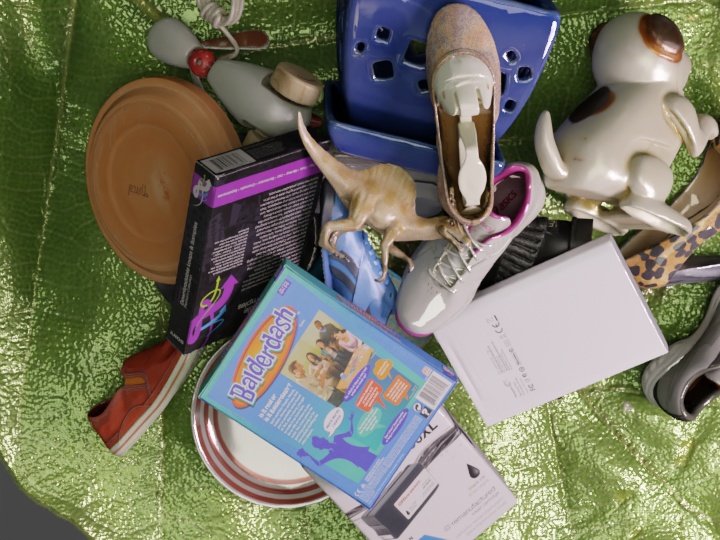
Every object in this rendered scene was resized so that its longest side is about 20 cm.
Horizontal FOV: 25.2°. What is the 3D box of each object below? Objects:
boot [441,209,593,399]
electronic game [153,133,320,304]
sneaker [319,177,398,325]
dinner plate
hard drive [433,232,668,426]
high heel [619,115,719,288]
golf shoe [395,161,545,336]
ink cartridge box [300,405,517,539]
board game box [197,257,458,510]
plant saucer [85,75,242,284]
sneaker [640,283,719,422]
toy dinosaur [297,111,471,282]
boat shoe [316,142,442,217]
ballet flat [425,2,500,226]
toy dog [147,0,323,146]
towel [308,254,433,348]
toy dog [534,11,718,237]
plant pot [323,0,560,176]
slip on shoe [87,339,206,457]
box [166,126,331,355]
[{"bbox_3d":[0.148,0.026,1.634,0.156,0.080,0.213,6,116,6],"label":"boot"},{"bbox_3d":[-0.121,-0.037,1.623,0.198,0.042,0.202,-1,94,-8],"label":"electronic game"},{"bbox_3d":[0.000,0.000,1.558,0.078,0.066,0.202,-5,116,3],"label":"sneaker"},{"bbox_3d":[-0.077,0.148,1.674,0.198,0.024,0.202,-1,101,-3],"label":"dinner plate"},{"bbox_3d":[0.184,0.061,1.585,0.199,0.027,0.133,-24,109,19],"label":"hard drive"},{"bbox_3d":[0.324,-0.076,1.628,0.141,0.071,0.202,-3,111,-10],"label":"high heel"},{"bbox_3d":[0.099,-0.026,1.521,0.075,0.092,0.201,36,86,7],"label":"golf shoe"},{"bbox_3d":[0.041,0.199,1.634,0.144,0.084,0.200,-40,117,1],"label":"ink cartridge box"},{"bbox_3d":[-0.031,0.107,1.524,0.199,0.045,0.153,34,96,-8],"label":"board game box"},{"bbox_3d":[-0.193,-0.085,1.556,0.199,0.032,0.203,9,105,34],"label":"plant saucer"},{"bbox_3d":[0.379,0.075,1.654,0.074,0.079,0.201,35,100,-31],"label":"sneaker"},{"bbox_3d":[0.002,-0.057,1.481,0.199,0.058,0.102,32,90,-11],"label":"toy dinosaur"},{"bbox_3d":[-0.015,-0.097,1.582,0.198,0.072,0.066,4,69,-1],"label":"boat shoe"},{"bbox_3d":[0.095,-0.132,1.420,0.067,0.067,0.202,-7,114,1],"label":"ballet flat"},{"bbox_3d":[-0.108,-0.182,1.561,0.132,0.096,0.201,-40,73,21],"label":"toy dog"},{"bbox_3d":[-0.024,0.079,1.633,0.146,0.022,0.201,34,98,-18],"label":"towel"},{"bbox_3d":[0.255,-0.153,1.579,0.192,0.139,0.202,23,79,-20],"label":"toy dog"},{"bbox_3d":[0.064,-0.197,1.530,0.198,0.200,0.182,12,108,-7],"label":"plant pot"},{"bbox_3d":[-0.209,0.105,1.615,0.061,0.074,0.200,39,118,-4],"label":"slip on shoe"},{"bbox_3d":[-0.106,-0.028,1.504,0.036,0.142,0.202,36,129,31],"label":"box"}]
